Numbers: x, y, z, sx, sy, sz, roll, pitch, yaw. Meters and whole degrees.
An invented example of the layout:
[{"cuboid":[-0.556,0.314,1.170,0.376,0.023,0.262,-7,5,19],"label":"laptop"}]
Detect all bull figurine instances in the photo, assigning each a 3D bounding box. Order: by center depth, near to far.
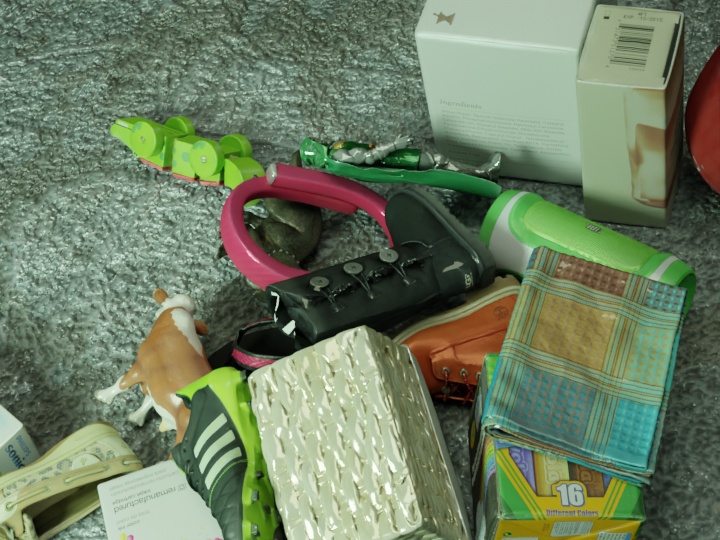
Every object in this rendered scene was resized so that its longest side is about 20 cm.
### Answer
[{"cuboid":[-0.176,0.110,1.490,0.122,0.065,0.201,-47,46,12],"label":"bull figurine"}]

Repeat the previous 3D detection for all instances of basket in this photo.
[{"cuboid":[-0.005,0.162,1.355,0.134,0.123,0.202,-24,64,14],"label":"basket"}]

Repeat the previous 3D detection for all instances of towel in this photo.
[{"cuboid":[0.190,0.073,1.328,0.145,0.022,0.201,16,53,6],"label":"towel"}]

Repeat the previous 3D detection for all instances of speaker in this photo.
[{"cuboid":[0.212,-0.006,1.501,0.199,0.089,0.089,26,62,28],"label":"speaker"}]

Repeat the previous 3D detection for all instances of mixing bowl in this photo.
[{"cuboid":[0.381,-0.133,1.519,0.108,0.199,0.202,-35,37,42],"label":"mixing bowl"}]

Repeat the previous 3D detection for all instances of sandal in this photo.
[{"cuboid":[-0.077,0.070,1.494,0.198,0.045,0.076,-14,42,34],"label":"sandal"}]

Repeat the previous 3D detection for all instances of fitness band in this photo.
[{"cuboid":[-0.039,-0.032,1.546,0.198,0.038,0.145,11,50,-23],"label":"fitness band"}]

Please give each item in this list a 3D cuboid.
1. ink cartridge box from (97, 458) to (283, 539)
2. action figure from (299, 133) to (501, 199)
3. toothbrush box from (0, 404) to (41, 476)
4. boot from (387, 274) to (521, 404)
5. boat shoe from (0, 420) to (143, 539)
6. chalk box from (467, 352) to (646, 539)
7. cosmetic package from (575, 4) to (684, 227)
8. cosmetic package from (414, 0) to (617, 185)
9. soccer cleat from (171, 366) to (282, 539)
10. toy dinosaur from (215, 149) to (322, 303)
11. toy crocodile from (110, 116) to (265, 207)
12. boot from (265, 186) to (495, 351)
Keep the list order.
[{"cuboid":[-0.133,0.263,1.373,0.143,0.084,0.201,-18,51,-3],"label":"ink cartridge box"},{"cuboid":[0.038,-0.107,1.575,0.197,0.118,0.056,6,93,-2],"label":"action figure"},{"cuboid":[-0.416,0.195,1.486,0.145,0.087,0.200,34,65,31],"label":"toothbrush box"},{"cuboid":[0.089,0.092,1.465,0.198,0.075,0.108,-29,58,-11],"label":"boot"},{"cuboid":[-0.291,0.215,1.451,0.199,0.074,0.063,-38,58,-19],"label":"boat shoe"},{"cuboid":[0.160,0.150,1.357,0.122,0.125,0.202,3,54,-4],"label":"chalk box"},{"cuboid":[0.260,-0.144,1.522,0.086,0.201,0.104,8,57,16],"label":"cosmetic package"},{"cuboid":[0.163,-0.217,1.597,0.164,0.201,0.169,9,56,18],"label":"cosmetic package"},{"cuboid":[-0.116,0.173,1.352,0.080,0.068,0.202,-22,49,12],"label":"soccer cleat"},{"cuboid":[-0.083,-0.036,1.608,0.101,0.077,0.201,25,49,7],"label":"toy dinosaur"},{"cuboid":[-0.182,-0.122,1.692,0.198,0.063,0.067,20,20,27],"label":"toy crocodile"},{"cuboid":[0.000,0.000,1.478,0.198,0.066,0.165,-25,33,-21],"label":"boot"}]
